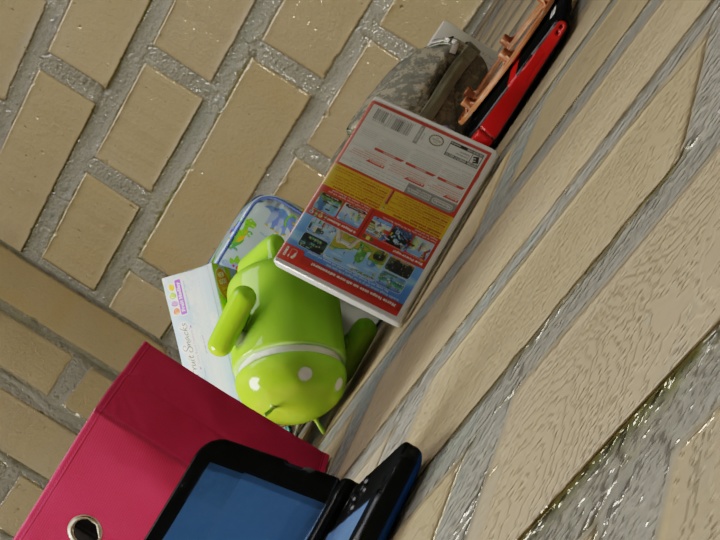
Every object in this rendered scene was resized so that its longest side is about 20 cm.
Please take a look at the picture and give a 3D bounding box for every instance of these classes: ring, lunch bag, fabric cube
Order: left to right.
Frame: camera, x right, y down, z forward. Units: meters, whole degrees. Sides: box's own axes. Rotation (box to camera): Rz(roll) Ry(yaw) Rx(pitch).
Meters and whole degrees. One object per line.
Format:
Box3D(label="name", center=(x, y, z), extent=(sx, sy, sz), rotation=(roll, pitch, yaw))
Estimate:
Box3D(label="fabric cube", center=(-0.168, 0.214, 1.368), extent=(0.196, 0.199, 0.200), rotation=(-56, 4, 14))
Box3D(label="lunch bag", center=(-0.087, 0.003, 2.067), extent=(0.161, 0.200, 0.082), rotation=(-60, 11, -6))
Box3D(label="lunch bag", center=(0.067, -0.172, 1.934), extent=(0.200, 0.139, 0.168), rotation=(-57, 4, -38))
Box3D(label="ring", center=(0.166, -0.251, 1.816), extent=(0.201, 0.019, 0.200), rotation=(-55, 3, 4))

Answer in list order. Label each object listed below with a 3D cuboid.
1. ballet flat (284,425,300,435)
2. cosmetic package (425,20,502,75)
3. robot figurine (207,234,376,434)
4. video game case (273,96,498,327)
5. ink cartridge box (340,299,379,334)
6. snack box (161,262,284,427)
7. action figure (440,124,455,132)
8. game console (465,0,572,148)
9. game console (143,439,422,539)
Box3D(label="ballet flat", center=(-0.090, 0.167, 1.891), extent=(0.200, 0.071, 0.071), rotation=(-58, 3, 5))
Box3D(label="cosmetic package", center=(0.098, -0.211, 2.098), extent=(0.200, 0.113, 0.081), rotation=(-60, 4, -14))
Box3D(label="robot figurine", center=(-0.075, 0.067, 1.623), extent=(0.116, 0.175, 0.201), rotation=(-35, 50, 40))
Box3D(label="video game case", center=(0.026, -0.060, 1.557), extent=(0.200, 0.143, 0.017), rotation=(-59, -19, -15))
Box3D(label="ink cartridge box", center=(0.000, 0.000, 1.826), extent=(0.145, 0.084, 0.200), rotation=(-55, 4, 40))
Box3D(label="snack box", center=(-0.134, 0.089, 1.767), extent=(0.067, 0.169, 0.200), rotation=(-17, -12, 14))
Box3D(label="action figure", center=(0.037, -0.053, 1.625), extent=(0.200, 0.130, 0.069), rotation=(-45, 38, -10))
Box3D(label="game console", center=(0.177, -0.215, 1.742), extent=(0.177, 0.031, 0.200), rotation=(-53, 5, 20))
Box3D(label="game console", center=(-0.073, 0.183, 0.977), extent=(0.200, 0.118, 0.171), rotation=(-61, 4, -30))
